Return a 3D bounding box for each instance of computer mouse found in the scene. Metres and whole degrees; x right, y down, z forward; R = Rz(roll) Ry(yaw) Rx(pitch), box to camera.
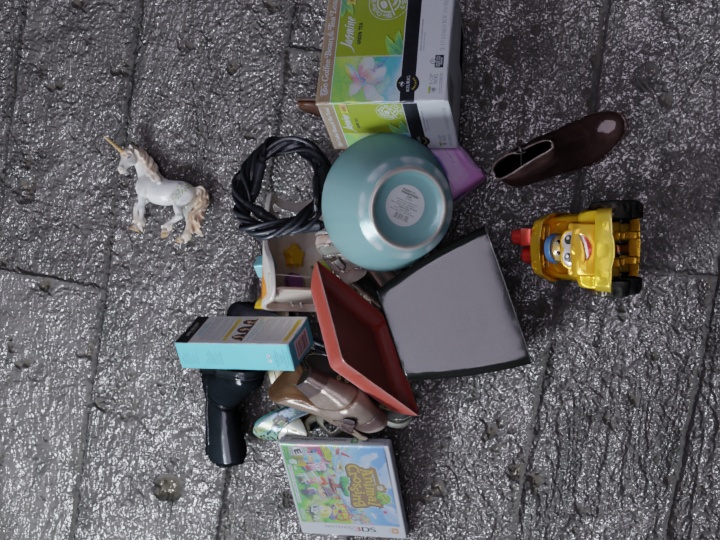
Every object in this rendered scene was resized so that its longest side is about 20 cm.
[{"bbox_3d":[-0.127,0.092,1.715,0.198,0.034,0.059,13,87,20],"label":"computer mouse"}]

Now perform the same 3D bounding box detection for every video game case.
[{"bbox_3d":[-0.025,0.345,1.724,0.180,0.022,0.202,-1,123,16],"label":"video game case"}]

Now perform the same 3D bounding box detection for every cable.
[{"bbox_3d":[-0.120,-0.126,1.657,0.162,0.051,0.201,-19,53,5],"label":"cable"}]

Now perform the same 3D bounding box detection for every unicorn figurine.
[{"bbox_3d":[-0.341,-0.128,1.812,0.198,0.074,0.139,14,88,0],"label":"unicorn figurine"}]

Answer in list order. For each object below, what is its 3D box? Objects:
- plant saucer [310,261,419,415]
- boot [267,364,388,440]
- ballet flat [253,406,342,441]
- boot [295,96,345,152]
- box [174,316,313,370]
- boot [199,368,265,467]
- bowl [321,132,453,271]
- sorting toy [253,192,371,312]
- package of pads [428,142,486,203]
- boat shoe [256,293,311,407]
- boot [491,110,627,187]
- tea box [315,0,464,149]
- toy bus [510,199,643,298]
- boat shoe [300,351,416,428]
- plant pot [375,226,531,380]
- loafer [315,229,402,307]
[{"bbox_3d":[-0.002,0.109,1.620,0.037,0.199,0.201,-33,45,18],"label":"plant saucer"},{"bbox_3d":[-0.049,0.206,1.648,0.146,0.200,0.071,36,71,-15],"label":"boot"},{"bbox_3d":[-0.072,0.238,1.724,0.198,0.074,0.075,-23,88,-2],"label":"ballet flat"},{"bbox_3d":[-0.036,-0.165,1.722,0.185,0.064,0.202,16,101,15],"label":"boot"},{"bbox_3d":[-0.180,0.112,1.681,0.198,0.082,0.050,-1,118,23],"label":"box"},{"bbox_3d":[-0.202,0.231,1.748,0.076,0.200,0.170,-6,92,-29],"label":"boot"},{"bbox_3d":[0.053,-0.091,1.542,0.198,0.105,0.203,-3,100,-17],"label":"bowl"},{"bbox_3d":[-0.093,-0.031,1.707,0.106,0.199,0.182,-16,75,47],"label":"sorting toy"},{"bbox_3d":[0.080,-0.130,1.652,0.199,0.076,0.121,-36,82,-8],"label":"package of pads"},{"bbox_3d":[-0.114,0.128,1.759,0.064,0.072,0.202,-14,85,20],"label":"boat shoe"},{"bbox_3d":[0.290,-0.174,1.570,0.198,0.166,0.073,-25,87,16],"label":"boot"},{"bbox_3d":[0.048,-0.298,1.608,0.194,0.134,0.202,-1,66,13],"label":"tea box"},{"bbox_3d":[0.305,-0.035,1.567,0.190,0.200,0.137,3,94,23],"label":"toy bus"},{"bbox_3d":[-0.004,0.173,1.692,0.200,0.072,0.061,25,143,8],"label":"boat shoe"},{"bbox_3d":[0.124,0.064,1.598,0.176,0.200,0.202,-19,89,1],"label":"plant pot"},{"bbox_3d":[0.000,0.000,1.651,0.071,0.199,0.064,-3,68,36],"label":"loafer"}]
